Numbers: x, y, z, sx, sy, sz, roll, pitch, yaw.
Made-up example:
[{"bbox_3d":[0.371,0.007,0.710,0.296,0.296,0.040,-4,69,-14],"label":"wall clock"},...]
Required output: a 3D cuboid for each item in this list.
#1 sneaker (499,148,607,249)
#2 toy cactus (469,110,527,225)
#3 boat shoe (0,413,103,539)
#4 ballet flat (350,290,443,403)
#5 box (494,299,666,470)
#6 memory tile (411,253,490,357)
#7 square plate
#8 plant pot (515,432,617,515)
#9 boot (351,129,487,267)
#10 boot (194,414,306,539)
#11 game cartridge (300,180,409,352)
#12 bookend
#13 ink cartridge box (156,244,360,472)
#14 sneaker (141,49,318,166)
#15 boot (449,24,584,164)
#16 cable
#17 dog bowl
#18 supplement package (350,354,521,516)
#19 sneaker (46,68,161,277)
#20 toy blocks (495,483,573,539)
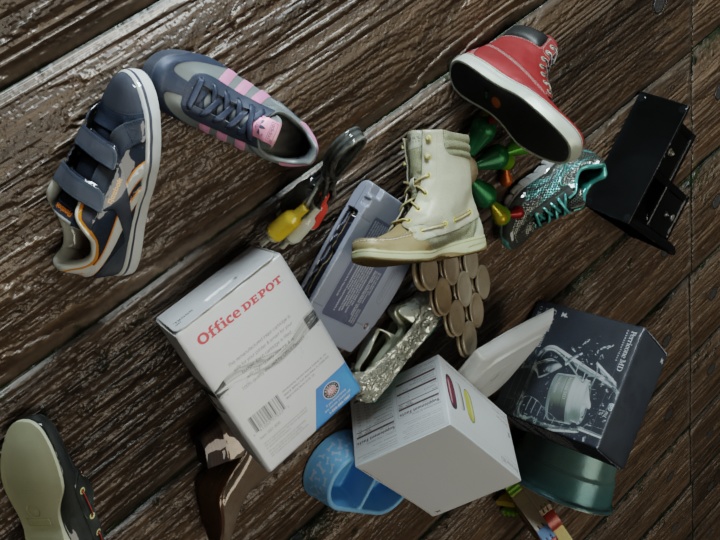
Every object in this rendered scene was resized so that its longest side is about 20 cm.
[{"bbox_3d":[0.282,-0.107,1.196,0.201,0.091,0.078,-50,135,-8],"label":"sneaker"},{"bbox_3d":[0.168,-0.136,1.089,0.163,0.102,0.202,-21,134,-20],"label":"toy cactus"},{"bbox_3d":[-0.324,0.237,0.869,0.063,0.072,0.205,-53,140,-61],"label":"boat shoe"},{"bbox_3d":[0.049,0.088,1.111,0.201,0.071,0.072,-52,137,-16],"label":"ballet flat"},{"bbox_3d":[0.351,0.179,1.314,0.124,0.195,0.203,37,74,-45],"label":"box"},{"bbox_3d":[0.128,0.010,1.121,0.201,0.017,0.155,56,41,-41],"label":"memory tile"},{"bbox_3d":[0.193,0.154,1.234,0.196,0.029,0.201,-22,151,-41],"label":"square plate"},{"bbox_3d":[0.380,0.293,1.447,0.198,0.199,0.199,15,95,-45],"label":"plant pot"},{"bbox_3d":[0.064,-0.087,0.981,0.197,0.072,0.158,-9,93,-35],"label":"boot"},{"bbox_3d":[-0.134,0.245,1.037,0.145,0.070,0.203,-21,126,-35],"label":"boot"},{"bbox_3d":[0.000,0.000,1.043,0.132,0.041,0.202,29,93,-43],"label":"game cartridge"},{"bbox_3d":[0.490,-0.154,1.356,0.199,0.092,0.201,21,98,-47],"label":"bookend"},{"bbox_3d":[-0.112,0.096,0.923,0.144,0.084,0.202,-38,116,-20],"label":"ink cartridge box"},{"bbox_3d":[-0.120,-0.158,0.813,0.198,0.082,0.071,16,102,-45],"label":"sneaker"},{"bbox_3d":[0.225,-0.226,1.006,0.143,0.200,0.073,-33,153,-24],"label":"boot"},{"bbox_3d":[-0.034,-0.087,0.890,0.096,0.051,0.199,-23,171,-42],"label":"cable"},{"bbox_3d":[0.004,0.302,1.204,0.199,0.049,0.113,24,96,-47],"label":"dog bowl"},{"bbox_3d":[0.105,0.237,1.150,0.154,0.112,0.200,-29,133,23],"label":"supplement package"},{"bbox_3d":[-0.237,-0.084,0.753,0.079,0.078,0.203,-9,120,-44],"label":"sneaker"},{"bbox_3d":[0.336,0.465,1.512,0.099,0.137,0.201,-35,141,-4],"label":"toy blocks"}]
